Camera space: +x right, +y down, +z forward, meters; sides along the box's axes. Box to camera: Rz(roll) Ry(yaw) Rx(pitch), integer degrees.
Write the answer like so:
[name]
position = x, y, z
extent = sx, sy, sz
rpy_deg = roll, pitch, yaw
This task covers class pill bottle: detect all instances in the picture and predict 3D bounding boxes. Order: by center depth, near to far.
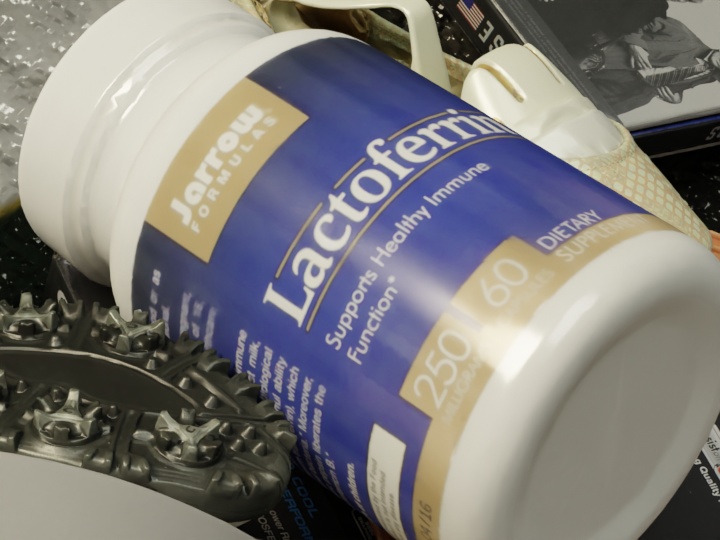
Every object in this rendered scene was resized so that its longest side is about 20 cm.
[pill bottle]
position = 0.000, 0.000, 0.795
extent = 0.200, 0.116, 0.116
rpy_deg = 33, 49, 31

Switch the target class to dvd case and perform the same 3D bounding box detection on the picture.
[dvd case]
position = 0.110, -0.111, 1.023
extent = 0.200, 0.025, 0.150
rpy_deg = -12, 57, -41

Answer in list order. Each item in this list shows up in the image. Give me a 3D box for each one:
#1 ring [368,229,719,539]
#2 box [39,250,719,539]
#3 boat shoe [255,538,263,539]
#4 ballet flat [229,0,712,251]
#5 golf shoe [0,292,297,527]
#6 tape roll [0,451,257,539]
[ring]
position = 0.093, 0.066, 0.857
extent = 0.200, 0.019, 0.201
rpy_deg = 8, 53, -10
[box]
position = 0.023, 0.059, 0.883
extent = 0.198, 0.050, 0.200
rpy_deg = -15, 60, -25
[boat shoe]
position = -0.059, 0.100, 0.774
extent = 0.199, 0.065, 0.071
rpy_deg = -2, 67, 13
[ballet flat]
position = 0.027, -0.053, 0.892
extent = 0.200, 0.063, 0.067
rpy_deg = 24, 34, 32
[golf shoe]
position = -0.113, 0.058, 0.764
extent = 0.199, 0.095, 0.078
rpy_deg = 9, 26, 15
[tape roll]
position = -0.099, 0.125, 0.697
extent = 0.200, 0.200, 0.066
rpy_deg = 13, 53, -7
